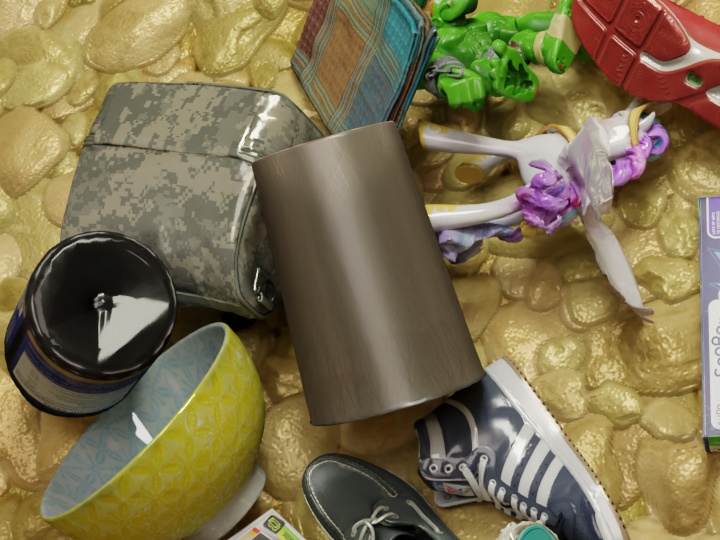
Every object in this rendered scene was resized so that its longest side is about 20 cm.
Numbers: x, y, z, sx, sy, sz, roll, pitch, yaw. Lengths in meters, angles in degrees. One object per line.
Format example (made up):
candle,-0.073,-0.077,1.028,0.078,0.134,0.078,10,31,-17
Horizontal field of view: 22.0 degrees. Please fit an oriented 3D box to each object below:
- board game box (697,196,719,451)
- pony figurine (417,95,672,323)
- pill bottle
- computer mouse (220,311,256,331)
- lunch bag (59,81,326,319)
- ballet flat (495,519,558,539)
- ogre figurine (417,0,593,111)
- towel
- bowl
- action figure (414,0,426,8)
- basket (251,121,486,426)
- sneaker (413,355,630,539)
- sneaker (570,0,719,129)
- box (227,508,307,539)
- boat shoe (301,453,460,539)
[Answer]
board game box,0.323,0.036,1.389,0.135,0.034,0.200,-2,64,14
pony figurine,0.150,-0.062,1.425,0.200,0.167,0.193,-9,44,8
pill bottle,-0.212,0.050,1.417,0.112,0.200,0.112,5,72,-16
computer mouse,-0.022,0.003,1.508,0.200,0.034,0.059,-25,47,11
lunch bag,-0.135,-0.050,1.488,0.200,0.139,0.168,9,66,29
ballet flat,0.157,0.265,1.307,0.072,0.072,0.200,-34,82,-2
ogre figurine,0.102,-0.174,1.496,0.120,0.098,0.200,10,46,40
towel,-0.004,-0.177,1.504,0.147,0.022,0.200,-67,32,27
bowl,-0.137,0.147,1.411,0.200,0.200,0.108,-47,105,-9
action figure,0.032,-0.218,1.561,0.055,0.118,0.200,5,76,35
basket,0.000,0.000,1.371,0.136,0.180,0.200,-17,92,-6
sneaker,0.114,0.164,1.366,0.108,0.070,0.200,-30,54,-5
sneaker,0.268,-0.172,1.469,0.200,0.115,0.078,40,122,19
box,-0.039,0.274,1.354,0.110,0.035,0.200,-33,58,-31
boat shoe,0.028,0.197,1.379,0.073,0.062,0.200,-46,62,-8
